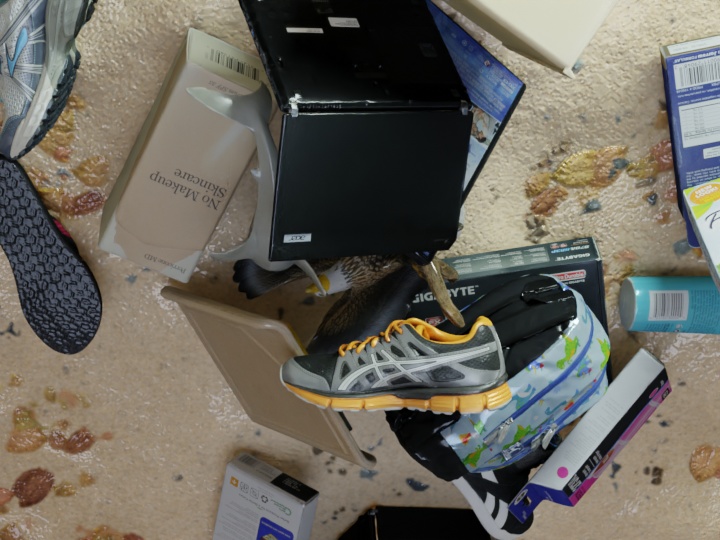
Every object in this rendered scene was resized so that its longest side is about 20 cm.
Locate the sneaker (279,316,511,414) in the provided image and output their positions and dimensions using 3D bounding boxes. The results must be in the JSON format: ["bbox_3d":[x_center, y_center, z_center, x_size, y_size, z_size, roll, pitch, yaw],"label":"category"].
[{"bbox_3d":[0.029,0.078,1.361,0.198,0.078,0.078,-1,98,10],"label":"sneaker"}]

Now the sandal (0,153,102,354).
[{"bbox_3d":[-0.296,-0.018,1.487,0.075,0.045,0.201,-23,104,5],"label":"sandal"}]

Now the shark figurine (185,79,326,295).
[{"bbox_3d":[-0.091,-0.048,1.332,0.089,0.128,0.215,-21,142,-13],"label":"shark figurine"}]

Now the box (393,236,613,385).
[{"bbox_3d":[0.138,0.059,1.541,0.198,0.046,0.160,-8,120,3],"label":"box"}]

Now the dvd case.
[{"bbox_3d":[0.048,-0.124,1.367,0.142,0.201,0.018,38,156,-19],"label":"dvd case"}]

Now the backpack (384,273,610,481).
[{"bbox_3d":[0.127,0.092,1.452,0.154,0.163,0.200,39,97,-27],"label":"backpack"}]

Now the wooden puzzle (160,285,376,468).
[{"bbox_3d":[-0.082,0.093,1.493,0.037,0.185,0.200,-47,124,-21],"label":"wooden puzzle"}]

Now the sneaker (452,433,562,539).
[{"bbox_3d":[0.157,0.198,1.579,0.111,0.073,0.200,-21,138,20],"label":"sneaker"}]

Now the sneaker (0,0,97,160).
[{"bbox_3d":[-0.284,-0.193,1.373,0.086,0.078,0.201,22,110,-1],"label":"sneaker"}]

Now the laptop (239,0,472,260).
[{"bbox_3d":[-0.010,-0.123,1.310,0.176,0.201,0.103,-4,147,-31],"label":"laptop"}]

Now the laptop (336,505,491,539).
[{"bbox_3d":[0.033,0.334,1.621,0.103,0.178,0.200,36,112,-20],"label":"laptop"}]

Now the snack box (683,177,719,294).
[{"bbox_3d":[0.369,-0.023,1.379,0.141,0.200,0.053,-17,122,9],"label":"snack box"}]

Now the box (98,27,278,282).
[{"bbox_3d":[-0.152,-0.100,1.419,0.094,0.078,0.201,21,117,-15],"label":"box"}]

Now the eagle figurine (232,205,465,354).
[{"bbox_3d":[-0.006,0.000,1.443,0.150,0.153,0.200,13,156,-30],"label":"eagle figurine"}]

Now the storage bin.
[{"bbox_3d":[0.091,-0.257,1.274,0.199,0.199,0.094,32,97,-19],"label":"storage bin"}]

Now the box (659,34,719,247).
[{"bbox_3d":[0.342,-0.120,1.454,0.120,0.032,0.201,-11,120,4],"label":"box"}]

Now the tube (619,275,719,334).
[{"bbox_3d":[0.350,0.033,1.539,0.198,0.051,0.078,2,124,-9],"label":"tube"}]

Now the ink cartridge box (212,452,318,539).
[{"bbox_3d":[-0.106,0.291,1.638,0.094,0.037,0.201,25,118,22],"label":"ink cartridge box"}]

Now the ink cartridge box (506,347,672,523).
[{"bbox_3d":[0.222,0.169,1.545,0.200,0.037,0.095,-47,157,-3],"label":"ink cartridge box"}]
